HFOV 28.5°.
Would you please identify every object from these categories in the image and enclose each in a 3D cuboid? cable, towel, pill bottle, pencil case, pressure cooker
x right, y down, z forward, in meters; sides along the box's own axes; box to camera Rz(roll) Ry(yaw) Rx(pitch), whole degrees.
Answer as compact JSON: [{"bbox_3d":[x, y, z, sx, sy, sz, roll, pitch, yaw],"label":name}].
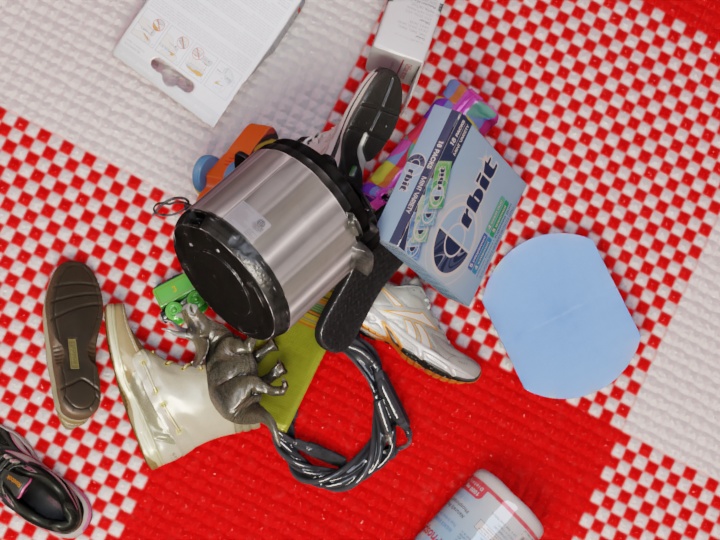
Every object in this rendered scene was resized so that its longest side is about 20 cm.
[{"bbox_3d":[-0.039,0.160,1.708,0.162,0.051,0.202,-28,94,-1],"label":"cable"},{"bbox_3d":[-0.081,0.084,1.665,0.085,0.018,0.202,20,69,16],"label":"towel"},{"bbox_3d":[0.114,0.341,1.669,0.109,0.109,0.200,44,82,1],"label":"pill bottle"},{"bbox_3d":[0.082,-0.138,1.728,0.088,0.088,0.201,38,81,0],"label":"pencil case"},{"bbox_3d":[-0.084,-0.044,1.564,0.200,0.178,0.177,-44,111,-26],"label":"pressure cooker"}]

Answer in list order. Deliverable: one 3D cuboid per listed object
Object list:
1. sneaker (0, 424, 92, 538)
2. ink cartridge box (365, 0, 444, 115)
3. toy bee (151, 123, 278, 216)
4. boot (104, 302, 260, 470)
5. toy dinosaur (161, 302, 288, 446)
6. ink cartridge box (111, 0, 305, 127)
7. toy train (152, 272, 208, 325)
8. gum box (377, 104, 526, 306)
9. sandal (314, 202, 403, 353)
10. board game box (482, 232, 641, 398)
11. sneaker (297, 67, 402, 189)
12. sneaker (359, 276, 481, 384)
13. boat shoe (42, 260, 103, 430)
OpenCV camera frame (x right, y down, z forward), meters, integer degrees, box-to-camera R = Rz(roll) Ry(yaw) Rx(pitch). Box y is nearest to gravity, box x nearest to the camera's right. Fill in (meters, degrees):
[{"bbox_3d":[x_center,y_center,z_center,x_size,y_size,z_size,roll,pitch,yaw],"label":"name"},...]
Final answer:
[{"bbox_3d":[-0.400,0.238,1.650,0.198,0.086,0.081,30,81,0],"label":"sneaker"},{"bbox_3d":[0.059,-0.302,1.727,0.066,0.116,0.202,19,82,-2],"label":"ink cartridge box"},{"bbox_3d":[-0.166,-0.085,1.697,0.199,0.131,0.110,-30,128,-23],"label":"toy bee"},{"bbox_3d":[-0.213,0.116,1.687,0.153,0.072,0.202,-19,87,-8],"label":"boot"},{"bbox_3d":[-0.138,0.123,1.616,0.101,0.077,0.202,-29,70,6],"label":"toy dinosaur"},{"bbox_3d":[-0.185,-0.301,1.750,0.161,0.050,0.201,35,91,-1],"label":"ink cartridge box"},{"bbox_3d":[-0.160,0.001,1.719,0.198,0.042,0.057,-28,76,-7],"label":"toy train"},{"bbox_3d":[0.109,-0.073,1.674,0.044,0.200,0.172,21,81,34],"label":"gum box"},{"bbox_3d":[0.000,0.000,1.663,0.075,0.045,0.201,33,86,-37],"label":"sandal"},{"bbox_3d":[0.244,0.058,1.746,0.157,0.039,0.202,-26,82,-2],"label":"board game box"},{"bbox_3d":[-0.033,-0.162,1.692,0.115,0.075,0.202,36,106,40],"label":"sneaker"},{"bbox_3d":[0.069,0.061,1.715,0.199,0.076,0.093,32,78,-2],"label":"sneaker"},{"bbox_3d":[-0.347,0.090,1.678,0.071,0.076,0.203,9,61,-23],"label":"boat shoe"}]
